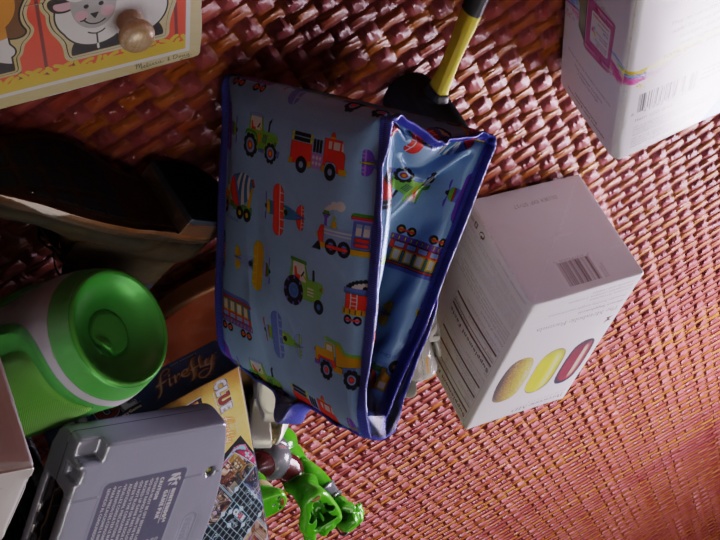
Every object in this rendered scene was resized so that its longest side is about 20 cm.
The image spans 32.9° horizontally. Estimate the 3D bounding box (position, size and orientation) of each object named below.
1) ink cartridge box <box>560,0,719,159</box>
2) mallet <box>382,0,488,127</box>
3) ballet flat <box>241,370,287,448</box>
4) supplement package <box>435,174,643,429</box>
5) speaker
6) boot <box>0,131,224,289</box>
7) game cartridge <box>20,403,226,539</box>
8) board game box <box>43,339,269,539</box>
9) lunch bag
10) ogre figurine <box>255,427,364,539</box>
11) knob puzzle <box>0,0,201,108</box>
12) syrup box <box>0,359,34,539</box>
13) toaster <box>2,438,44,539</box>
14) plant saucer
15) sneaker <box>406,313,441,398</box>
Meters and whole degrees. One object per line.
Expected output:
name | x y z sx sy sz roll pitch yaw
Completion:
ink cartridge box | 0.216 -0.184 0.800 0.144 0.085 0.200 -25 153 -7
mallet | 0.071 -0.147 0.752 0.041 0.066 0.200 -7 145 -31
ballet flat | -0.074 0.089 0.921 0.069 0.071 0.200 -3 145 -14
supplement package | 0.138 0.031 1.054 0.113 0.110 0.200 -15 149 -22
speaker | -0.212 0.062 0.767 0.199 0.089 0.088 -22 160 37
boot | -0.172 -0.021 0.736 0.199 0.075 0.097 8 133 -50
game cartridge | -0.163 0.179 0.812 0.133 0.041 0.201 0 121 -44
board game box | -0.139 0.158 0.880 0.135 0.035 0.201 -27 136 -24
lunch bag | -0.024 -0.002 0.726 0.094 0.150 0.201 4 102 -44
ogre figurine | -0.087 0.169 1.055 0.199 0.120 0.098 1 125 -37
knob puzzle | -0.158 -0.149 0.588 0.219 0.031 0.220 -21 150 -13
syrup box | -0.244 0.044 0.645 0.081 0.201 0.079 -4 144 -35
toaster | -0.307 0.210 0.887 0.199 0.181 0.119 -5 150 -37
plant saucer | -0.083 0.048 0.951 0.199 0.032 0.201 -15 147 -10
sneaker | 0.044 0.036 0.998 0.075 0.092 0.200 -15 148 -22
